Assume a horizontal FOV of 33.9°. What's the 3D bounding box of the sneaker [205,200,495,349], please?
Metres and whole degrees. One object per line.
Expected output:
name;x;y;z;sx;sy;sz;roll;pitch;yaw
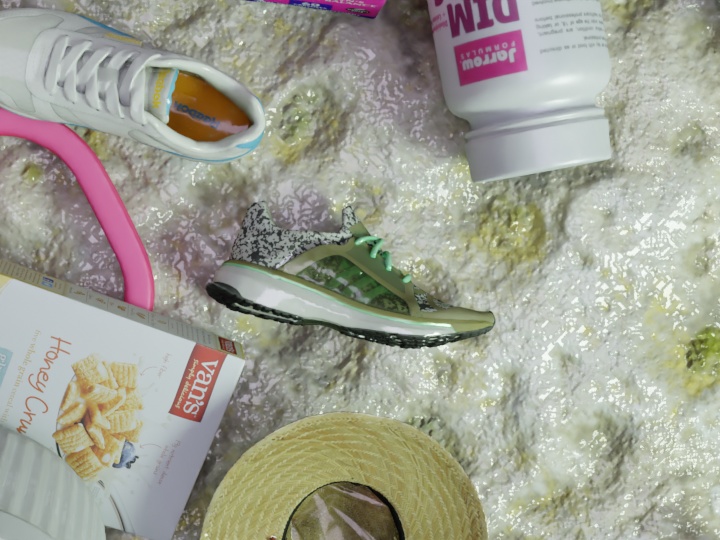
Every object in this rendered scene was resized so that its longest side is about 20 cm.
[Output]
sneaker;0.000;0.000;0.806;0.200;0.077;0.089;13;81;-8

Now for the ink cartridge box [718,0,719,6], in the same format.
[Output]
ink cartridge box;0.311;-0.261;0.821;0.145;0.084;0.200;-22;93;-5

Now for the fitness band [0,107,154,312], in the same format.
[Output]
fitness band;-0.225;-0.013;0.798;0.144;0.037;0.200;-27;95;-5

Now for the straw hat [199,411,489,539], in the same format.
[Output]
straw hat;-0.014;0.184;0.798;0.201;0.085;0.201;0;96;-3

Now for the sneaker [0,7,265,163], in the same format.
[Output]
sneaker;-0.156;-0.123;0.762;0.200;0.081;0.077;14;88;-20

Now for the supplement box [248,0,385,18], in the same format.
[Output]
supplement box;-0.022;-0.228;0.731;0.101;0.200;0.104;7;90;-5

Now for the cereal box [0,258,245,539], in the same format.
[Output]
cereal box;-0.193;0.084;0.774;0.200;0.040;0.144;20;101;-14

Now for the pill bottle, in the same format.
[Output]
pill bottle;0.104;-0.165;0.788;0.113;0.113;0.200;-11;92;-5

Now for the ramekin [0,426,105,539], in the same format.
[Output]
ramekin;-0.252;0.186;0.730;0.200;0.105;0.200;0;125;0
